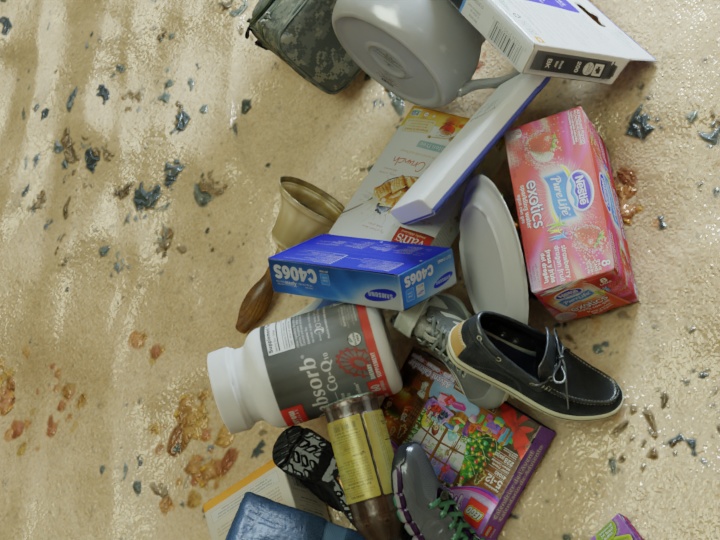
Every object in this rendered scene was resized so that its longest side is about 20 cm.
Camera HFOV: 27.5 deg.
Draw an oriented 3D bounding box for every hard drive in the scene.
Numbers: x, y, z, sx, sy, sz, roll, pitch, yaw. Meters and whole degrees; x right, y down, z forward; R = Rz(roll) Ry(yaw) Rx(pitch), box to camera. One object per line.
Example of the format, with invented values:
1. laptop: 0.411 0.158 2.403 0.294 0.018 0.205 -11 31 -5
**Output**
1. hard drive: 0.120 -0.137 1.629 0.200 0.025 0.132 -49 8 -12

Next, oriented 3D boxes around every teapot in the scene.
1. teapot: 0.076 -0.298 1.736 0.146 0.200 0.197 -52 34 -13

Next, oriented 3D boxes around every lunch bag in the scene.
1. lunch bag: -0.047 -0.344 1.883 0.200 0.139 0.168 -52 33 6

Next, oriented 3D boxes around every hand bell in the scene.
1. hand bell: -0.105 -0.007 1.831 0.104 0.104 0.201 47 113 38

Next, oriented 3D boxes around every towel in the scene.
1. towel: -0.051 0.315 1.586 0.049 0.199 0.112 114 176 -48

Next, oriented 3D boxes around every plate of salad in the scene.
1. plate of salad: 0.152 -0.006 1.594 0.048 0.201 0.201 -11 57 -14

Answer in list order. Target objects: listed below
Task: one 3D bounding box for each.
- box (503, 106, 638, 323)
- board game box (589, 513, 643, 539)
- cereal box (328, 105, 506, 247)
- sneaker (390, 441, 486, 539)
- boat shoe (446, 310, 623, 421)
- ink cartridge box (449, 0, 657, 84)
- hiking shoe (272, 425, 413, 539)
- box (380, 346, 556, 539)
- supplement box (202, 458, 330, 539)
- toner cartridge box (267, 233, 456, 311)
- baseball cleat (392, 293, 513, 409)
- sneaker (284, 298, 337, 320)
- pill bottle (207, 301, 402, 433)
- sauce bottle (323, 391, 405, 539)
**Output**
1. box: 0.226 -0.059 1.580 0.095 0.100 0.202 -17 62 20
2. board game box: 0.224 0.355 1.473 0.200 0.032 0.120 -45 55 13
3. cereal box: 0.070 -0.095 1.720 0.143 0.040 0.201 17 66 38
4. sneaker: 0.098 0.269 1.532 0.087 0.074 0.202 -10 103 33
5. boat shoe: 0.186 0.097 1.505 0.062 0.199 0.075 -55 16 45
6. ink cartridge box: 0.202 -0.279 1.645 0.198 0.199 0.044 52 128 38
7. hiking shoe: -0.002 0.243 1.649 0.199 0.101 0.076 35 86 18
8. box: 0.102 0.188 1.619 0.199 0.039 0.138 30 92 40
9. supplement box: -0.092 0.333 1.683 0.126 0.073 0.201 -34 56 21
10. toner cartridge box: 0.000 0.000 1.633 0.199 0.095 0.044 8 115 43
11. baseball cleat: 0.091 0.082 1.590 0.070 0.106 0.200 -65 26 16
12. sneaker: -0.026 0.081 1.735 0.199 0.077 0.112 -36 62 10
13. pill bottle: -0.062 0.108 1.634 0.198 0.116 0.117 -18 60 3
14. sauce bottle: 0.013 0.233 1.558 0.064 0.065 0.202 -19 80 29
